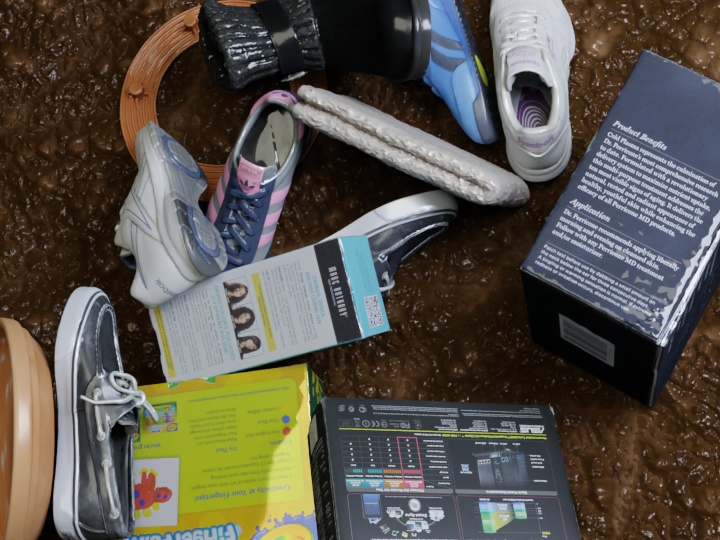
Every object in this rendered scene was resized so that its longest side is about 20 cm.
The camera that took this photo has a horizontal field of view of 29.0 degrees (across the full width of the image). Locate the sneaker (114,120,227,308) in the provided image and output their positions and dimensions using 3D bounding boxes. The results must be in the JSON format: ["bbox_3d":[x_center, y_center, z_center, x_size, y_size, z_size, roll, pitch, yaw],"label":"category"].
[{"bbox_3d":[-0.176,-0.052,1.184,0.087,0.074,0.201,-36,39,16],"label":"sneaker"}]

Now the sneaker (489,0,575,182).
[{"bbox_3d":[0.151,-0.184,1.202,0.074,0.100,0.203,-8,70,8],"label":"sneaker"}]

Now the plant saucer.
[{"bbox_3d":[-0.282,0.140,1.133,0.037,0.200,0.203,4,70,-23],"label":"plant saucer"}]

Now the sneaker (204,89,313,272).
[{"bbox_3d":[-0.100,-0.063,1.201,0.069,0.082,0.202,18,88,5],"label":"sneaker"}]

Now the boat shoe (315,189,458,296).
[{"bbox_3d":[0.000,0.000,1.181,0.198,0.072,0.068,-26,73,6],"label":"boat shoe"}]

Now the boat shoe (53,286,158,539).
[{"bbox_3d":[-0.201,0.111,1.100,0.067,0.074,0.202,-4,71,15],"label":"boat shoe"}]

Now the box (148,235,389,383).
[{"bbox_3d":[-0.079,0.035,1.146,0.198,0.049,0.083,-16,87,28],"label":"box"}]

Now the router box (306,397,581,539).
[{"bbox_3d":[0.064,0.179,1.061,0.197,0.062,0.151,4,52,-15],"label":"router box"}]

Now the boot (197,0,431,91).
[{"bbox_3d":[-0.042,-0.195,1.176,0.156,0.211,0.081,-9,102,-22],"label":"boot"}]

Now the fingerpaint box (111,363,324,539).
[{"bbox_3d":[-0.125,0.177,1.143,0.197,0.073,0.169,-9,71,9],"label":"fingerpaint box"}]

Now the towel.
[{"bbox_3d":[0.042,-0.101,1.174,0.198,0.132,0.035,27,101,15],"label":"towel"}]

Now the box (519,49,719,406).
[{"bbox_3d":[0.225,-0.026,1.085,0.123,0.200,0.198,29,79,17],"label":"box"}]

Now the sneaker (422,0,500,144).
[{"bbox_3d":[0.066,-0.192,1.241,0.078,0.066,0.202,-24,69,12],"label":"sneaker"}]

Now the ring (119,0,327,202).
[{"bbox_3d":[-0.128,-0.160,1.281,0.197,0.019,0.203,-2,72,8],"label":"ring"}]
